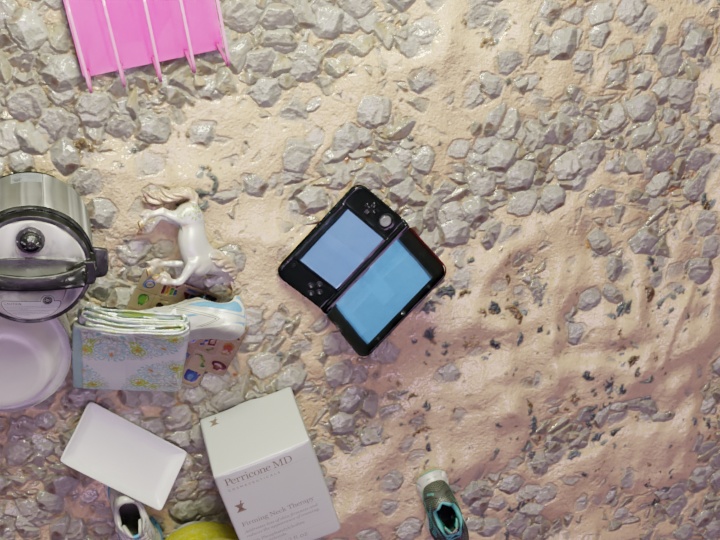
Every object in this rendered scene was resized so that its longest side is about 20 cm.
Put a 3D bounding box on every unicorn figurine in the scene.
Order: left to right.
[{"bbox_3d":[-0.257,-0.031,1.650,0.137,0.074,0.201,-15,115,-21],"label":"unicorn figurine"}]

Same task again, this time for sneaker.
[{"bbox_3d":[-0.383,0.437,1.858,0.075,0.087,0.201,-20,123,-8],"label":"sneaker"},{"bbox_3d":[-0.277,0.075,1.710,0.199,0.073,0.072,-2,146,-3],"label":"sneaker"},{"bbox_3d":[0.159,0.467,2.036,0.077,0.091,0.201,-25,122,-2],"label":"sneaker"}]

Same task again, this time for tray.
[{"bbox_3d":[-0.388,0.305,1.801,0.200,0.022,0.108,35,68,-29],"label":"tray"}]

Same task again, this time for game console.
[{"bbox_3d":[0.000,0.000,1.723,0.200,0.119,0.172,-46,120,9],"label":"game console"}]

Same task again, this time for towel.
[{"bbox_3d":[-0.351,0.126,1.676,0.170,0.048,0.200,6,143,-11],"label":"towel"}]

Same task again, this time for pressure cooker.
[{"bbox_3d":[-0.459,-0.027,1.520,0.176,0.200,0.179,-38,122,4],"label":"pressure cooker"}]

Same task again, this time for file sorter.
[{"bbox_3d":[-0.283,-0.327,1.457,0.199,0.126,0.140,-14,121,-10],"label":"file sorter"}]

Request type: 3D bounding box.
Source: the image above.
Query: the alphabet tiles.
[{"bbox_3d":[-0.286,0.100,1.754,0.199,0.008,0.168,21,109,-26],"label":"alphabet tiles"}]

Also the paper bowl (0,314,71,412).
[{"bbox_3d":[-0.532,0.122,1.634,0.200,0.104,0.201,-7,120,-12],"label":"paper bowl"}]

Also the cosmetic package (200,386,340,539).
[{"bbox_3d":[-0.151,0.338,1.829,0.167,0.166,0.201,-20,120,-6],"label":"cosmetic package"}]

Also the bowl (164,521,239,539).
[{"bbox_3d":[-0.282,0.500,1.903,0.199,0.108,0.201,-12,127,-17],"label":"bowl"}]
